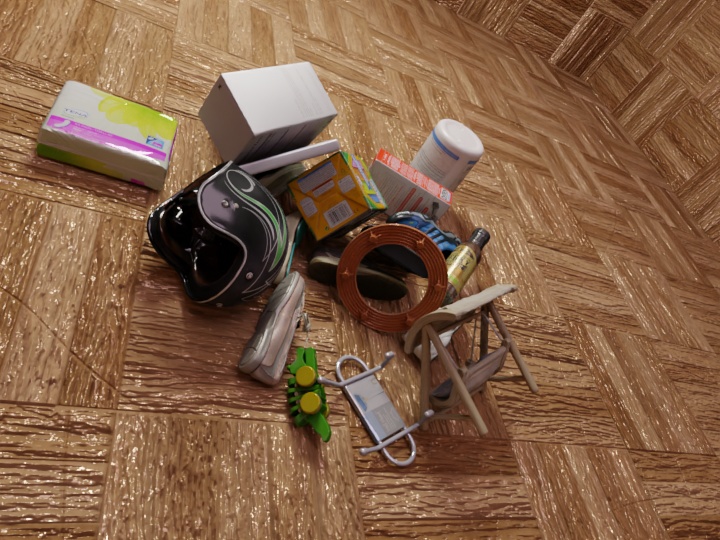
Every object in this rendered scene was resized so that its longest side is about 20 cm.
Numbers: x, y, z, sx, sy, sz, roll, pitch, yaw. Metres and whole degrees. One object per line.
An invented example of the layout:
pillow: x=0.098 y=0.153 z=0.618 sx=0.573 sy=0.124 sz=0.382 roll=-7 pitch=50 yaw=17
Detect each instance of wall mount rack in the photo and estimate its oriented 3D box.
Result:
wall mount rack: x=0.016 y=0.207 z=0.807 sx=0.173 sy=0.075 sz=0.200 roll=-13 pitch=60 yaw=-43

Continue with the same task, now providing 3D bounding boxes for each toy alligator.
toy alligator: x=-0.087 y=0.161 z=0.788 sx=0.054 sy=0.059 sz=0.201 roll=-17 pitch=62 yaw=5

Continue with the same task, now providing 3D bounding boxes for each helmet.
helmet: x=-0.203 y=-0.048 z=0.807 sx=0.191 sy=0.199 sz=0.200 roll=57 pitch=34 yaw=-21

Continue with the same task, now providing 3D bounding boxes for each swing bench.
swing bench: x=0.184 y=0.142 z=0.890 sx=0.198 sy=0.129 sz=0.201 roll=-15 pitch=92 yaw=-45

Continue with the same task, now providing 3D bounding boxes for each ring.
ring: x=0.055 y=0.018 z=0.929 sx=0.200 sy=0.201 sz=0.019 roll=32 pitch=18 yaw=-5

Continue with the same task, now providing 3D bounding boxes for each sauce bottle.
sauce bottle: x=0.217 y=-0.015 z=1.132 sx=0.065 sy=0.065 sz=0.200 roll=38 pitch=60 yaw=2

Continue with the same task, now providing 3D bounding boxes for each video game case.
video game case: x=-0.156 y=-0.200 z=0.968 sx=0.199 sy=0.182 sz=0.023 roll=-19 pitch=104 yaw=-17

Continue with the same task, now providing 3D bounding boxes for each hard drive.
hard drive: x=0.062 y=-0.038 z=1.026 sx=0.139 sy=0.033 sz=0.200 roll=33 pitch=1 yaw=-5

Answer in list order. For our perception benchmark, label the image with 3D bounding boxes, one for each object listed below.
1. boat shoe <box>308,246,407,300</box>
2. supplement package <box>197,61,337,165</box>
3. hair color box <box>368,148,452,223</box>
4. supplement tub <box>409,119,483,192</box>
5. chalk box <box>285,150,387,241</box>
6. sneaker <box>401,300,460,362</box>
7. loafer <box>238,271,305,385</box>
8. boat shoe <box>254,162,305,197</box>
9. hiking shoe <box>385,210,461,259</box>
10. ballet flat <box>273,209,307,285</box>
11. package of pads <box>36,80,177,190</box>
boat shoe: x=-0.001 y=0.000 z=0.999 sx=0.200 sy=0.072 sz=0.066 roll=16 pitch=48 yaw=-17
supplement package: x=-0.163 y=-0.281 z=0.943 sx=0.200 sy=0.117 sz=0.117 roll=-28 pitch=89 yaw=-41
hair color box: x=0.099 y=-0.178 z=1.216 sx=0.199 sy=0.111 sz=0.064 roll=31 pitch=40 yaw=-8
supplement tub: x=0.194 y=-0.253 z=1.289 sx=0.131 sy=0.200 sz=0.132 roll=20 pitch=42 yaw=-20
chalk box: x=-0.034 y=-0.143 z=1.026 sx=0.124 sy=0.124 sz=0.200 roll=61 pitch=14 yaw=0
sneaker: x=0.152 y=0.099 z=1.018 sx=0.080 sy=0.071 sz=0.200 roll=41 pitch=40 yaw=10
loafer: x=-0.127 y=0.090 z=0.833 sx=0.063 sy=0.072 sz=0.201 roll=42 pitch=43 yaw=-21
boat shoe: x=-0.173 y=-0.165 z=1.044 sx=0.202 sy=0.074 sz=0.065 roll=-45 pitch=122 yaw=-53
hiking shoe: x=0.148 y=-0.067 z=1.171 sx=0.199 sy=0.075 sz=0.087 roll=21 pitch=41 yaw=-18
ballet flat: x=-0.141 y=-0.057 z=0.962 sx=0.069 sy=0.070 sz=0.201 roll=27 pitch=40 yaw=-12
package of pads: x=-0.431 y=-0.237 z=0.917 sx=0.199 sy=0.068 sz=0.155 roll=16 pitch=44 yaw=-24
